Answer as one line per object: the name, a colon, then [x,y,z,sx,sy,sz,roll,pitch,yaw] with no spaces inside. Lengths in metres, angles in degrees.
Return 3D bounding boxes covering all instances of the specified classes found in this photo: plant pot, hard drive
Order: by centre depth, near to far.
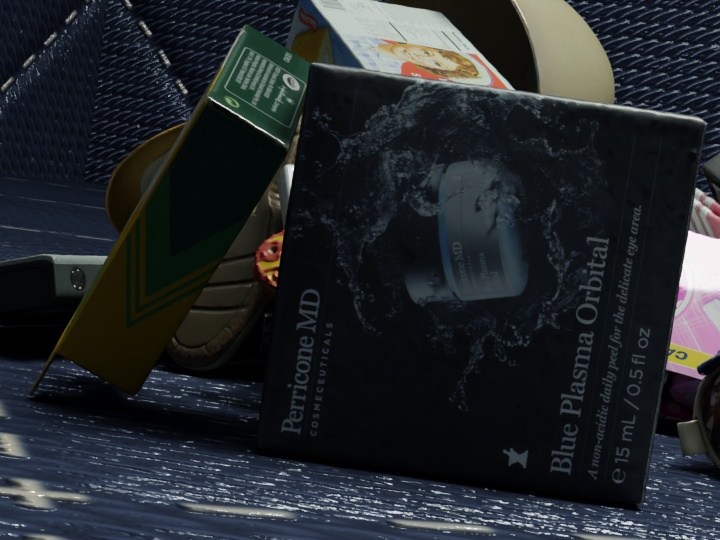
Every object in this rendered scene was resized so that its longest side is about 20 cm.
hard drive: [-0.190,0.015,1.060,0.139,0.033,0.200,-9,-6,30]
plant pot: [0.115,-0.135,1.206,0.134,0.201,0.200,-7,13,-36]

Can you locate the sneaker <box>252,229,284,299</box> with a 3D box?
sneaker: [0.034,0.020,0.929,0.200,0.073,0.077,10,-35,5]

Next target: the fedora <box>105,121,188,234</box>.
fedora: [-0.087,-0.035,1.169,0.200,0.082,0.201,-8,-33,-5]

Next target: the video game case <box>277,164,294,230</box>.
video game case: [0.052,0.018,0.996,0.200,0.024,0.182,7,49,-20]

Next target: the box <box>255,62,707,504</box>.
box: [0.059,0.004,0.824,0.200,0.197,0.117,8,5,0]

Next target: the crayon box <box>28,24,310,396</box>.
crayon box: [-0.099,-0.022,0.854,0.052,0.200,0.126,31,25,-9]

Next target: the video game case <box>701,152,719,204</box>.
video game case: [0.342,0.021,1.164,0.200,0.025,0.181,48,-6,45]

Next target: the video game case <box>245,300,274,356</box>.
video game case: [-0.013,0.044,1.239,0.181,0.036,0.200,6,5,-18]

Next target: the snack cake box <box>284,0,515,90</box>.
snack cake box: [0.033,-0.116,1.073,0.115,0.067,0.200,6,29,-25]

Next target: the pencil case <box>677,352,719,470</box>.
pencil case: [0.275,0.084,0.973,0.089,0.078,0.200,-8,-7,36]

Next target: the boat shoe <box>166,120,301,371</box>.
boat shoe: [-0.075,-0.017,1.058,0.072,0.200,0.076,16,-22,13]

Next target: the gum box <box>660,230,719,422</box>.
gum box: [0.189,0.028,1.095,0.200,0.114,0.066,16,-30,7]

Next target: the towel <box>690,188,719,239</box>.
towel: [0.284,-0.009,1.207,0.200,0.030,0.146,44,-9,49]
